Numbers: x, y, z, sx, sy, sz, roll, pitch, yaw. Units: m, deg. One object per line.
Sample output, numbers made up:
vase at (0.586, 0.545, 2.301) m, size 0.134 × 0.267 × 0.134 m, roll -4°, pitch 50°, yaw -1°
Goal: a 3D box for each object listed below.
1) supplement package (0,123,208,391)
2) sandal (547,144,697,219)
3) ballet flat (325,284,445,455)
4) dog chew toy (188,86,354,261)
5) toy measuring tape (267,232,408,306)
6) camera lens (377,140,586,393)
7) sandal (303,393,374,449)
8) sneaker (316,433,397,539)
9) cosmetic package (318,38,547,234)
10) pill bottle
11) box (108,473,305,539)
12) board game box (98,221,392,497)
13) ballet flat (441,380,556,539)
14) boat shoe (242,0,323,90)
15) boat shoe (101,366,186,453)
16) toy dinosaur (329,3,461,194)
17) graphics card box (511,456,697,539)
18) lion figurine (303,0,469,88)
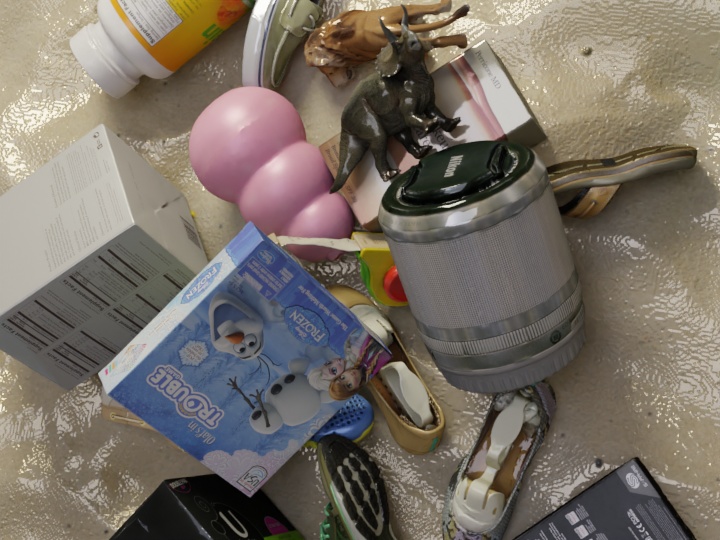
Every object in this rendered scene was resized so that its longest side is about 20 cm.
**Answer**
supplement package at (-0.284, -0.011, 1.393) m, size 0.200 × 0.151 × 0.152 m, roll -33°, pitch 50°, yaw 11°
sandal at (0.230, -0.080, 1.315) m, size 0.199 × 0.080 × 0.054 m, roll -11°, pitch 102°, yaw 11°
ballet flat at (0.027, 0.089, 1.353) m, size 0.069 × 0.063 × 0.200 m, roll -29°, pitch 78°, yaw -23°
dog chew toy at (-0.083, -0.092, 1.385) m, size 0.125 × 0.125 × 0.200 m, roll -43°, pitch 83°, yaw 8°
toy measuring tape at (0.000, 0.000, 1.343) m, size 0.199 × 0.074 × 0.074 m, roll 1°, pitch 83°, yaw -19°
camera lens at (0.115, -0.008, 1.253) m, size 0.159 × 0.160 × 0.201 m, roll -14°, pitch 113°, yaw 15°
sandal at (-0.076, 0.111, 1.364) m, size 0.200 × 0.080 × 0.087 m, roll 24°, pitch 134°, yaw 15°
sneaker at (-0.016, 0.259, 1.330) m, size 0.088 × 0.077 × 0.201 m, roll -15°, pitch 99°, yaw 31°
cosmetic package at (0.073, -0.129, 1.353) m, size 0.200 × 0.087 × 0.104 m, roll -33°, pitch 75°, yaw 11°
pill bottle at (-0.209, -0.276, 1.442) m, size 0.200 × 0.111 × 0.111 m, roll -37°, pitch 75°, yaw 10°
box at (-0.143, 0.292, 1.314) m, size 0.124 × 0.200 × 0.149 m, roll -47°, pitch 74°, yaw 9°
board game box at (-0.103, 0.088, 1.259) m, size 0.199 × 0.200 × 0.043 m, roll -44°, pitch 35°, yaw 5°
ballet flat at (0.127, 0.193, 1.312) m, size 0.072 × 0.072 × 0.201 m, roll 25°, pitch 92°, yaw 18°
boat shoe at (-0.071, -0.277, 1.423) m, size 0.062 × 0.072 × 0.201 m, roll 16°, pitch 88°, yaw 13°
boat shoe at (-0.182, 0.155, 1.414) m, size 0.199 × 0.074 × 0.069 m, roll 17°, pitch 103°, yaw 17°
toy dinosaur at (0.028, -0.153, 1.292) m, size 0.102 × 0.077 × 0.200 m, roll 53°, pitch 132°, yaw 12°
graphics card box at (0.217, 0.283, 1.284) m, size 0.200 × 0.051 × 0.126 m, roll -38°, pitch 75°, yaw 11°
lion figurine at (0.022, -0.237, 1.346) m, size 0.122 × 0.200 × 0.073 m, roll -6°, pitch 87°, yaw -18°
